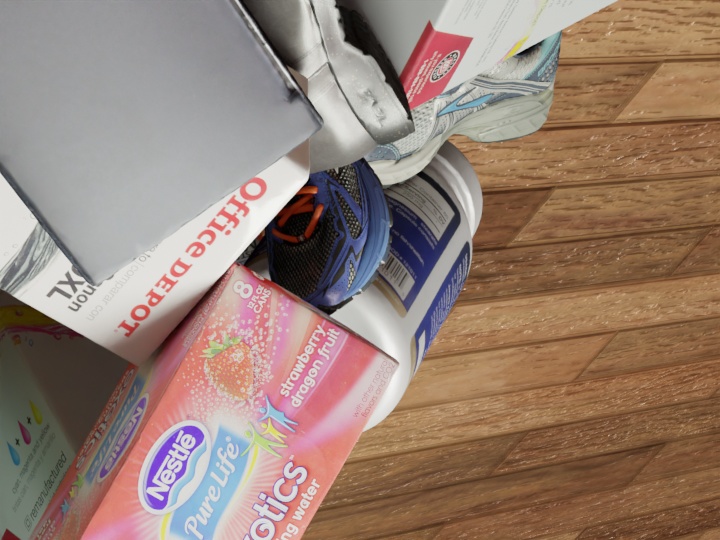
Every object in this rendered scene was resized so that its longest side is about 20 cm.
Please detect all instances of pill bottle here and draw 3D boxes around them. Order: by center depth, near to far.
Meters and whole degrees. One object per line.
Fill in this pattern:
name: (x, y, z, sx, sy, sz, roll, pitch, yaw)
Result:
pill bottle: (0.000, 0.000, 1.662, 0.116, 0.116, 0.200, -51, -177, 34)

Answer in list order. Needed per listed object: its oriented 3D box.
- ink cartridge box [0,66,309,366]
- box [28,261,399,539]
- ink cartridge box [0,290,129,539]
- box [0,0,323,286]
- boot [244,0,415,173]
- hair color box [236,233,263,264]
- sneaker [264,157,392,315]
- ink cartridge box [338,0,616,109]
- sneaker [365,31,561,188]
ink cartridge box: (-0.141, -0.067, 1.351, 0.199, 0.085, 0.145, 30, 120, -23)
box: (-0.080, 0.100, 1.410, 0.201, 0.102, 0.095, -59, -165, -2)
ink cartridge box: (-0.150, 0.066, 1.576, 0.144, 0.201, 0.146, -13, 149, -34)
box: (-0.134, -0.136, 1.129, 0.117, 0.200, 0.197, -35, 127, 1)
boot: (-0.071, -0.114, 1.406, 0.131, 0.070, 0.201, -27, 113, 9)
hair color box: (-0.121, 0.069, 1.789, 0.110, 0.064, 0.200, -17, 152, -32)
sneaker: (-0.037, -0.064, 1.511, 0.075, 0.201, 0.078, -25, 147, 31)
ink cartridge box: (0.077, -0.182, 1.502, 0.200, 0.083, 0.146, -30, 159, -39)
sneaker: (0.038, -0.115, 1.656, 0.199, 0.078, 0.087, -23, 143, -40)
